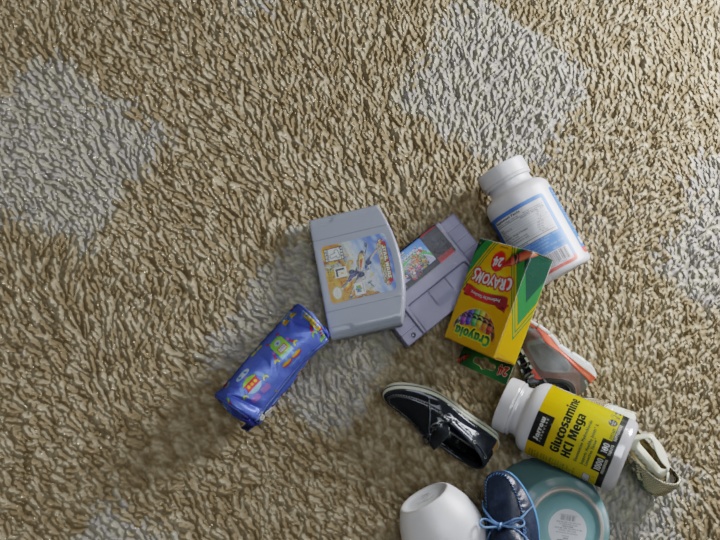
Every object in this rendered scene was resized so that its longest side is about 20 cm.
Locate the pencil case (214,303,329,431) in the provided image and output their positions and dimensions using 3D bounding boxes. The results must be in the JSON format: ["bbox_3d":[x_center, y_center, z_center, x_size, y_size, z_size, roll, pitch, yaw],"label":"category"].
[{"bbox_3d":[-0.129,0.146,1.373,0.087,0.078,0.200,34,75,26],"label":"pencil case"}]

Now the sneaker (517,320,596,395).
[{"bbox_3d":[0.275,0.137,1.431,0.200,0.077,0.082,35,82,2],"label":"sneaker"}]

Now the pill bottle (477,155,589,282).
[{"bbox_3d":[0.272,-0.079,1.457,0.112,0.112,0.201,-26,82,-12],"label":"pill bottle"}]

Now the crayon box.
[{"bbox_3d":[0.204,0.060,1.387,0.051,0.127,0.201,20,90,-34],"label":"crayon box"}]

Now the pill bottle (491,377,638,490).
[{"bbox_3d":[0.306,0.240,1.372,0.199,0.112,0.113,22,75,19],"label":"pill bottle"}]

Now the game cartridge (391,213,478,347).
[{"bbox_3d":[0.110,0.013,1.457,0.200,0.038,0.130,-38,89,-13],"label":"game cartridge"}]

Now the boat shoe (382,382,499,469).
[{"bbox_3d":[0.120,0.236,1.386,0.200,0.075,0.062,32,50,-4],"label":"boat shoe"}]

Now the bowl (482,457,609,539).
[{"bbox_3d":[0.291,0.382,1.363,0.200,0.105,0.202,1,77,-6],"label":"bowl"}]

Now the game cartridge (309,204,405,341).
[{"bbox_3d":[0.000,0.000,1.420,0.133,0.042,0.201,-15,72,8],"label":"game cartridge"}]

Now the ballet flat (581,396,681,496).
[{"bbox_3d":[0.425,0.264,1.419,0.200,0.075,0.068,48,54,5],"label":"ballet flat"}]

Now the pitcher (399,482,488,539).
[{"bbox_3d":[0.118,0.430,1.332,0.171,0.121,0.201,-28,94,1],"label":"pitcher"}]

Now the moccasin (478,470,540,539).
[{"bbox_3d":[0.217,0.382,1.281,0.080,0.068,0.201,-27,68,31],"label":"moccasin"}]
